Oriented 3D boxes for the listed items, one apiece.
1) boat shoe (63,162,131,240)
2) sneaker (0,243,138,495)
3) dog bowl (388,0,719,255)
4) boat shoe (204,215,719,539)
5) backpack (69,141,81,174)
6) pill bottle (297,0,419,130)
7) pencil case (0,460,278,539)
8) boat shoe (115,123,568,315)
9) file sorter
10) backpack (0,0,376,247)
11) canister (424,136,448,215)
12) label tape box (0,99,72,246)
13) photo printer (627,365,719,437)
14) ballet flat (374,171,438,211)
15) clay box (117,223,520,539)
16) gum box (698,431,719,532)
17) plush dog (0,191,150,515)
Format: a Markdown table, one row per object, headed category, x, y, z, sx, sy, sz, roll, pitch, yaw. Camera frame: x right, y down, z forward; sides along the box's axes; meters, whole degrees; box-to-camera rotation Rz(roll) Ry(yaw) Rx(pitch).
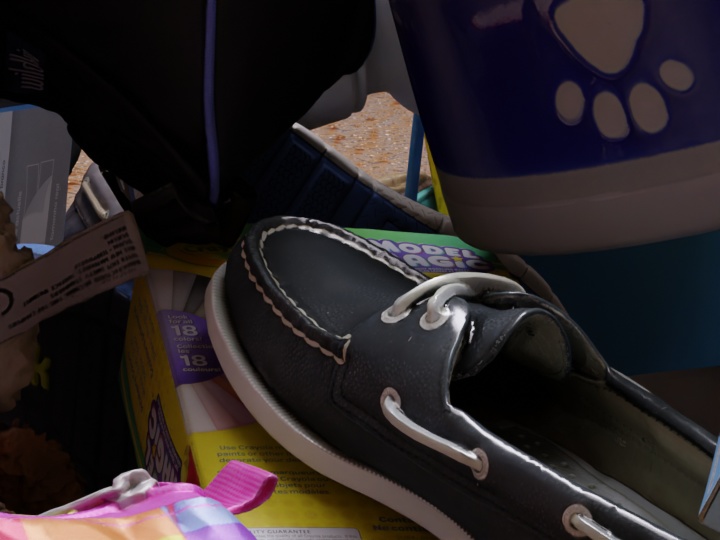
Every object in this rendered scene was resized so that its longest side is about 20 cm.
| category | x | y | z | sx | sy | sz | roll | pitch | yaw |
| --- | --- | --- | --- | --- | --- | --- | --- | --- | --- |
| boat shoe | -0.057 | 0.003 | 0.990 | 0.074 | 0.074 | 0.199 | -3 | 16 | -42 |
| sneaker | -0.071 | 0.031 | 0.850 | 0.082 | 0.075 | 0.200 | 3 | 13 | -33 |
| dog bowl | 0.109 | -0.076 | 0.727 | 0.199 | 0.079 | 0.200 | -17 | 12 | 4 |
| boat shoe | 0.036 | 0.035 | 0.637 | 0.075 | 0.061 | 0.200 | -17 | 44 | -41 |
| backpack | -0.209 | -0.096 | 1.146 | 0.189 | 0.202 | 0.154 | 9 | -2 | -9 |
| pill bottle | 0.055 | -0.117 | 0.876 | 0.199 | 0.113 | 0.112 | -20 | 17 | -10 |
| pencil case | -0.111 | 0.084 | 0.542 | 0.199 | 0.089 | 0.088 | 0 | 14 | -29 |
| boat shoe | 0.000 | 0.000 | 0.870 | 0.200 | 0.072 | 0.072 | 41 | -3 | -30 |
| file sorter | 0.123 | -0.008 | 1.009 | 0.198 | 0.140 | 0.123 | 3 | 8 | -22 |
| backpack | -0.082 | -0.141 | 0.738 | 0.199 | 0.184 | 0.147 | 29 | 54 | 21 |
| canister | 0.135 | -0.040 | 1.157 | 0.199 | 0.150 | 0.087 | 0 | -24 | -25 |
| label tape box | -0.174 | -0.037 | 0.931 | 0.066 | 0.144 | 0.200 | 11 | 12 | 20 |
| photo printer | 0.174 | 0.082 | 0.763 | 0.165 | 0.070 | 0.199 | -1 | 14 | -38 |
| ballet flat | -0.011 | -0.007 | 1.121 | 0.072 | 0.068 | 0.200 | -10 | 6 | 18 |
| clay box | 0.003 | 0.055 | 0.700 | 0.114 | 0.048 | 0.200 | 4 | 30 | -16 |
| gum box | 0.182 | 0.058 | 0.616 | 0.199 | 0.045 | 0.170 | 28 | 21 | 3 |
| plush dog | -0.168 | 0.001 | 0.743 | 0.160 | 0.201 | 0.171 | 34 | -2 | -42 |
